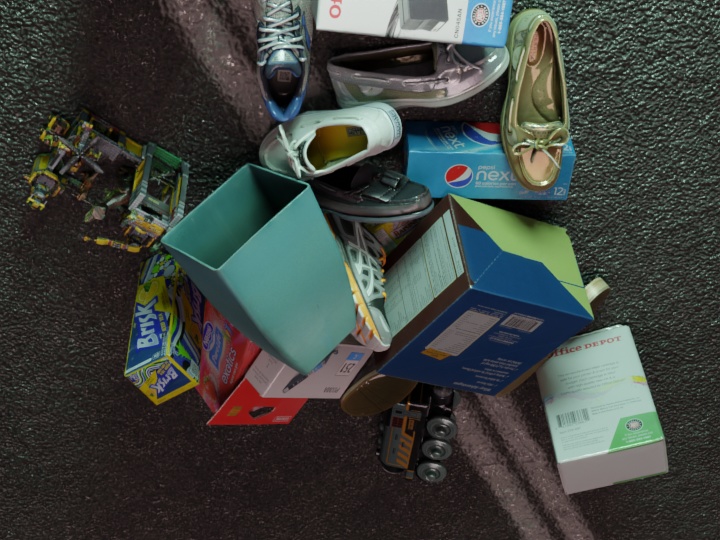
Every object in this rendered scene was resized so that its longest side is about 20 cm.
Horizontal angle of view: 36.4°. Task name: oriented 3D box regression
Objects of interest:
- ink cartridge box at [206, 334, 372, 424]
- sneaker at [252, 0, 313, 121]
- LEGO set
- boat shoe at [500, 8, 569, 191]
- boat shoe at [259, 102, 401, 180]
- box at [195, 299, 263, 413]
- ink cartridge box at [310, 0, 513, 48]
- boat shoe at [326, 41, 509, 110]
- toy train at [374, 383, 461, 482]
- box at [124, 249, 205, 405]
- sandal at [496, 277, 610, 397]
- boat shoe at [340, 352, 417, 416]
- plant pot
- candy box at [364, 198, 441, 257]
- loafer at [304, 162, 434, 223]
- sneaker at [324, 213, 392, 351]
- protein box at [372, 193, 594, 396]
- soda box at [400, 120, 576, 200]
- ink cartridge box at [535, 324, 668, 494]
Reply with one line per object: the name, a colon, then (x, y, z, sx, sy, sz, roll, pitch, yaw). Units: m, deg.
ink cartridge box: (-0.087, 0.151, 1.446, 0.177, 0.045, 0.199, -54, 153, 13)
sneaker: (-0.079, -0.248, 1.160, 0.075, 0.086, 0.202, -3, 132, -1)
LEGO set: (-0.293, -0.084, 1.271, 0.153, 0.117, 0.199, -36, 124, 26)
boat shoe: (0.193, -0.182, 1.205, 0.072, 0.063, 0.204, -9, 109, -3)
boat shoe: (-0.053, -0.133, 1.209, 0.199, 0.086, 0.076, -4, 109, 39)
box: (-0.146, 0.090, 1.430, 0.102, 0.095, 0.202, -19, 144, -37)
ink cartridge box: (0.054, -0.310, 1.091, 0.196, 0.085, 0.147, 4, 115, -6)
boat shoe: (0.063, -0.223, 1.201, 0.198, 0.075, 0.065, -8, 137, 13)
toy train: (0.083, 0.234, 1.612, 0.112, 0.086, 0.202, 11, 134, 3)
box: (-0.236, 0.062, 1.350, 0.069, 0.202, 0.064, -26, 128, 19)
sandal: (0.243, 0.075, 1.493, 0.212, 0.070, 0.077, -46, 157, 12)
boat shoe: (0.049, 0.127, 1.517, 0.071, 0.067, 0.200, 32, 119, -33)
plant pot: (-0.100, 0.010, 1.253, 0.141, 0.141, 0.201, -42, 125, -19)
candy box: (0.034, -0.022, 1.410, 0.198, 0.027, 0.102, -29, 125, 21)
loafer: (-0.009, -0.098, 1.272, 0.197, 0.072, 0.064, 7, 121, 32)
sneaker: (0.000, 0.000, 1.327, 0.076, 0.203, 0.078, -18, 167, -21)
protein box: (0.139, 0.038, 1.353, 0.196, 0.137, 0.200, 13, 140, -31)
soda box: (0.149, -0.130, 1.294, 0.196, 0.065, 0.069, 0, 132, -4)
ink cartridge box: (0.325, 0.188, 1.500, 0.143, 0.202, 0.088, -15, 135, 9)
